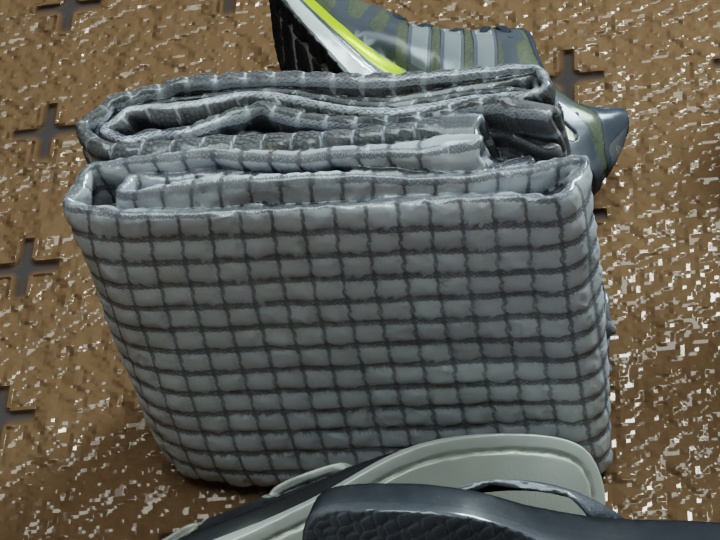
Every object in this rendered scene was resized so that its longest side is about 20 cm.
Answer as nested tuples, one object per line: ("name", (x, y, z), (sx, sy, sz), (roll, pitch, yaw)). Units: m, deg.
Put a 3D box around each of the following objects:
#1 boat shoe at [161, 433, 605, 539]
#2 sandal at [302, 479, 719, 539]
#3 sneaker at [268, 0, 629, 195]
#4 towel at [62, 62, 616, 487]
("boat shoe", (-0.004, 0.109, 0.948), (0.199, 0.074, 0.060), (-22, 11, -13))
("sandal", (0.076, 0.111, 0.909), (0.199, 0.076, 0.043), (8, 36, -5))
("sneaker", (0.035, -0.080, 1.098), (0.081, 0.074, 0.200), (-36, 59, -24))
("towel", (0.000, 0.000, 0.971), (0.198, 0.166, 0.086), (-3, 44, 11))
